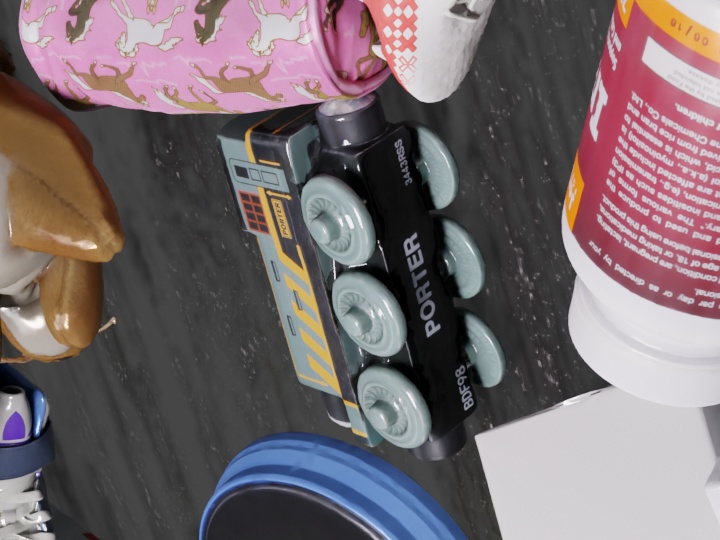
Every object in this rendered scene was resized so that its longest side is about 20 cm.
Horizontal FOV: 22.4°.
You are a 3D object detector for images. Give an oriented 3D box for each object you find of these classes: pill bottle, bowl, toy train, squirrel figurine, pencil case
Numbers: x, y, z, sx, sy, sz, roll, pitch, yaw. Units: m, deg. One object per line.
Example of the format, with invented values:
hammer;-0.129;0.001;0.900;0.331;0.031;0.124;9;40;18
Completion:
pill bottle;0.142;-0.046;0.712;0.113;0.113;0.201;28;133;20
bowl;-0.011;0.188;1.063;0.200;0.039;0.201;21;131;26
toy train;0.000;0.000;0.892;0.114;0.085;0.201;16;132;45
squirrel figurine;-0.193;-0.041;0.962;0.201;0.141;0.187;64;-177;17
pencil case;-0.073;-0.121;0.854;0.199;0.087;0.083;1;134;38

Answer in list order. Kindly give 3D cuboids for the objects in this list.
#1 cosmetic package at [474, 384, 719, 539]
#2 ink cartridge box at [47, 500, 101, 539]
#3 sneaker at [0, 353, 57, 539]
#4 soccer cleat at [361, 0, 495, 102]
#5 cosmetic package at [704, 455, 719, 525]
cosmetic package;0.134;0.153;0.798;0.107;0.085;0.201;-19;72;21
ink cartridge box;-0.221;0.266;1.257;0.145;0.083;0.201;31;135;16
sneaker;-0.224;0.143;1.126;0.147;0.080;0.201;108;146;-46
soccer cleat;0.049;-0.152;0.745;0.085;0.069;0.201;25;129;28
cosmetic package;0.274;0.123;0.710;0.199;0.123;0.200;-14;110;36
